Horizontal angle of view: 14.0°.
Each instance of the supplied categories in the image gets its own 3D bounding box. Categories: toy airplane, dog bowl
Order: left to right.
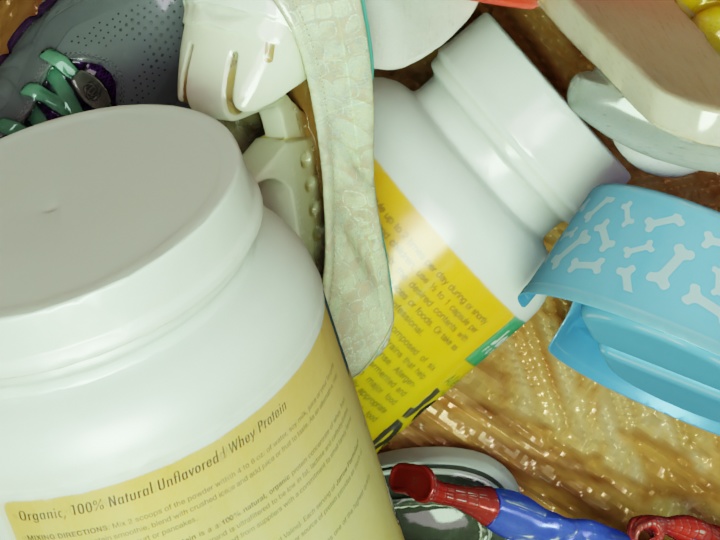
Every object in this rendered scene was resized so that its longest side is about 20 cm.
[{"bbox_3d":[0.089,-0.094,1.008,0.198,0.200,0.142,10,124,33],"label":"toy airplane"},{"bbox_3d":[0.123,0.019,1.077,0.111,0.200,0.050,21,82,15],"label":"dog bowl"}]

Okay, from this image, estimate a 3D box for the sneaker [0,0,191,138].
[{"bbox_3d":[-0.114,-0.028,0.996,0.074,0.088,0.200,43,96,-11],"label":"sneaker"}]

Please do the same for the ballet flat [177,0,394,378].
[{"bbox_3d":[-0.028,-0.047,0.982,0.062,0.067,0.201,-33,121,-40],"label":"ballet flat"}]

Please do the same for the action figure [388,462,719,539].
[{"bbox_3d":[0.100,0.123,1.144,0.199,0.052,0.066,14,93,-28],"label":"action figure"}]

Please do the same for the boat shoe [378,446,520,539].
[{"bbox_3d":[-0.027,0.130,1.152,0.199,0.064,0.071,-22,101,2],"label":"boat shoe"}]

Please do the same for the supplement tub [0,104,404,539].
[{"bbox_3d":[-0.068,0.064,0.940,0.144,0.145,0.201,-17,120,1],"label":"supplement tub"}]

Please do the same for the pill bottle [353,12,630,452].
[{"bbox_3d":[0.000,0.000,1.104,0.200,0.113,0.113,-42,99,5],"label":"pill bottle"}]
